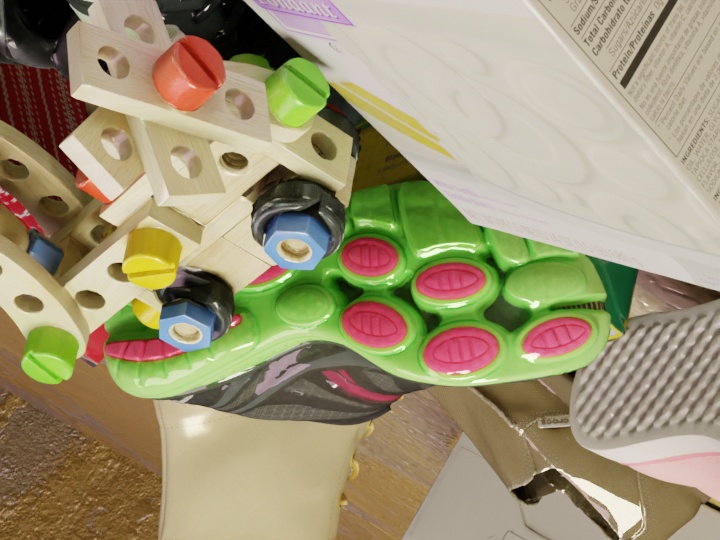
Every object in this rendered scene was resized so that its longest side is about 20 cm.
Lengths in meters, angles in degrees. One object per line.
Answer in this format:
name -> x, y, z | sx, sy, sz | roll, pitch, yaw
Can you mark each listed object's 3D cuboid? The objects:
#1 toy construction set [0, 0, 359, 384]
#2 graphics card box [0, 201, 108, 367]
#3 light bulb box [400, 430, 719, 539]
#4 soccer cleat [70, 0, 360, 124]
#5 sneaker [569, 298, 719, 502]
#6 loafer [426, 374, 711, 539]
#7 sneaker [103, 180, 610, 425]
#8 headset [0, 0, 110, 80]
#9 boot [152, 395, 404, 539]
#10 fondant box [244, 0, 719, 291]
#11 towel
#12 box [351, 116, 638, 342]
toy construction set -> -0.079, -0.030, 0.621 | 0.131, 0.093, 0.200 | 31, 151, -24
graphics card box -> -0.190, -0.043, 1.090 | 0.125, 0.051, 0.200 | 39, -169, -29
light bulb box -> 0.144, 0.197, 1.200 | 0.197, 0.125, 0.200 | 27, 166, 23
soccer cleat -> -0.064, -0.106, 0.638 | 0.200, 0.068, 0.081 | 41, 160, -27
sneaker -> 0.170, 0.054, 0.712 | 0.104, 0.076, 0.200 | 23, 166, -24
loafer -> 0.085, 0.081, 1.024 | 0.199, 0.068, 0.076 | 28, 167, 17
sneaker -> 0.002, 0.015, 0.728 | 0.199, 0.077, 0.084 | -3, 164, 30
headset -> -0.118, -0.093, 0.786 | 0.123, 0.094, 0.200 | 26, 155, 29
boot -> -0.012, 0.085, 0.939 | 0.199, 0.157, 0.073 | 1, 178, -36
fondant box -> 0.034, -0.076, 0.555 | 0.144, 0.058, 0.200 | 18, 160, 50
towel -> -0.162, -0.091, 0.867 | 0.200, 0.022, 0.145 | 49, -158, -58
box -> 0.000, 0.000, 0.798 | 0.199, 0.049, 0.117 | -19, 133, 41
